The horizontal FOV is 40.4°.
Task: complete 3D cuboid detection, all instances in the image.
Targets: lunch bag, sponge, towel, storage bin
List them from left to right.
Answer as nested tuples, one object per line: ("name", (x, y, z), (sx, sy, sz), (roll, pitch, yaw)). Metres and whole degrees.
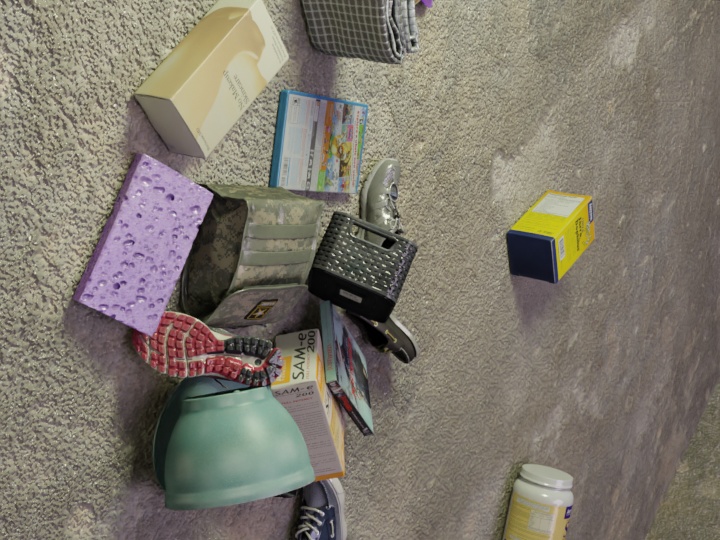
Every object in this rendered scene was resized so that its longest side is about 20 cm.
("sponge", (-0.269, -0.031, 1.224), (0.111, 0.030, 0.202), (29, 77, -36))
("lunch bag", (-0.151, -0.011, 1.349), (0.163, 0.117, 0.202), (-2, 109, -52))
("towel", (-0.009, -0.396, 1.377), (0.085, 0.165, 0.202), (-38, 129, -34))
("storage bin", (0.000, 0.000, 1.479), (0.200, 0.134, 0.094), (107, 6, -77))

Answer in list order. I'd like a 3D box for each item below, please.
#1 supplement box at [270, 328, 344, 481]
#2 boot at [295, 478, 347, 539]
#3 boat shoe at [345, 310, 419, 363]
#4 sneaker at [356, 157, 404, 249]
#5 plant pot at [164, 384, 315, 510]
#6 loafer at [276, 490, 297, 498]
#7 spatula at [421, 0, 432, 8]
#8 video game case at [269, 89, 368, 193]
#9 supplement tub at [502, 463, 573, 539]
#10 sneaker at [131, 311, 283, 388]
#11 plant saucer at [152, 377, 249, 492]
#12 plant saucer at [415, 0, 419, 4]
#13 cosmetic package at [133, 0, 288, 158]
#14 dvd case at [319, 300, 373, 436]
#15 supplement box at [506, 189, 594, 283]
("supplement box", (-0.077, 0.209, 1.509), (0.127, 0.073, 0.201), (-91, 169, -55))
("boot", (-0.073, 0.414, 1.627), (0.090, 0.072, 0.202), (-47, 137, -43))
("boat shoe", (0.035, 0.105, 1.686), (0.061, 0.071, 0.202), (-55, 133, -21))
("sneaker", (0.045, -0.084, 1.622), (0.074, 0.081, 0.202), (5, 97, -54))
("plant pot", (-0.167, 0.225, 1.288), (0.199, 0.199, 0.136), (-6, 86, -53))
("loafer", (-0.128, 0.283, 1.468), (0.201, 0.070, 0.068), (86, 28, -52))
("spatula", (0.067, -0.471, 1.577), (0.199, 0.020, 0.057), (3, 89, -50))
("video game case", (-0.060, -0.192, 1.497), (0.199, 0.018, 0.145), (-3, 102, -54))
("supplement tub", (0.420, 0.572, 2.303), (0.145, 0.144, 0.202), (6, 96, -55))
("sneaker", (-0.204, 0.112, 1.288), (0.198, 0.075, 0.081), (19, 79, -12))
("plant saucer", (-0.228, 0.223, 1.381), (0.200, 0.038, 0.203), (-23, 119, -48))
("plant saucer", (0.044, -0.504, 1.505), (0.199, 0.034, 0.203), (-6, 97, -50))
("cosmetic package", (-0.187, -0.250, 1.256), (0.201, 0.071, 0.106), (-57, 141, -26))
("dvd case", (-0.022, 0.160, 1.578), (0.200, 0.022, 0.147), (60, 19, -52))
("supplement box", (0.414, -0.075, 2.115), (0.200, 0.108, 0.110), (-41, 131, -39))
